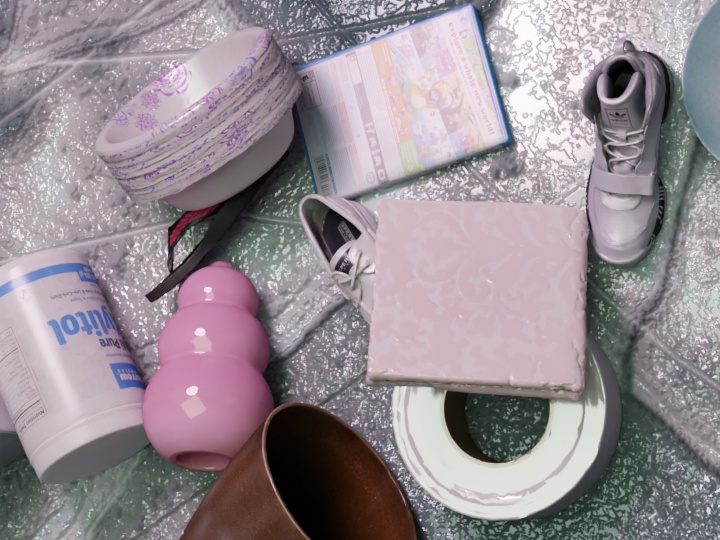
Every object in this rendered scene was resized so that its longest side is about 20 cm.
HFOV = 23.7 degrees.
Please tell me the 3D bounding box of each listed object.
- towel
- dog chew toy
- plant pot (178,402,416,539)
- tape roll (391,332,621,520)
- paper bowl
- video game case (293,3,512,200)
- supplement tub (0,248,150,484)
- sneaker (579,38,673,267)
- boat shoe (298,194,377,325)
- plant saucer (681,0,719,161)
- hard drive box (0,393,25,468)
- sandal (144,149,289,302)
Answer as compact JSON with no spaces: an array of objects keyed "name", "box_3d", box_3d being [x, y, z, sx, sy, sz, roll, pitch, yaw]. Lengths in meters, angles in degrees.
[{"name":"towel","box_3d":[0.104,0.023,1.504,0.190,0.032,0.200,2,53,5]},{"name":"dog chew toy","box_3d":[-0.141,0.087,1.632,0.124,0.125,0.201,-7,65,19]},{"name":"plant pot","box_3d":[-0.083,0.254,1.568,0.200,0.187,0.187,-41,70,26]},{"name":"tape roll","box_3d":[0.131,0.125,1.549,0.202,0.071,0.203,-3,82,21]},{"name":"paper bowl","box_3d":[-0.145,-0.134,1.635,0.200,0.201,0.104,-28,113,15]},{"name":"video game case","box_3d":[0.035,-0.158,1.653,0.200,0.018,0.144,-18,76,17]},{"name":"supplement tub","box_3d":[-0.292,0.092,1.679,0.132,0.132,0.200,-31,74,14]},{"name":"sneaker","box_3d":[0.230,-0.107,1.521,0.075,0.115,0.201,6,85,21]},{"name":"boat shoe","box_3d":[0.000,0.000,1.582,0.074,0.065,0.200,-56,45,15]},{"name":"plant saucer","box_3d":[0.386,-0.169,1.513,0.200,0.039,0.202,-3,81,20]},{"name":"hard drive box","box_3d":[-0.406,0.108,1.682,0.077,0.200,0.156,-31,74,13]},{"name":"sandal","box_3d":[-0.149,-0.053,1.675,0.045,0.075,0.200,39,90,-8]}]
